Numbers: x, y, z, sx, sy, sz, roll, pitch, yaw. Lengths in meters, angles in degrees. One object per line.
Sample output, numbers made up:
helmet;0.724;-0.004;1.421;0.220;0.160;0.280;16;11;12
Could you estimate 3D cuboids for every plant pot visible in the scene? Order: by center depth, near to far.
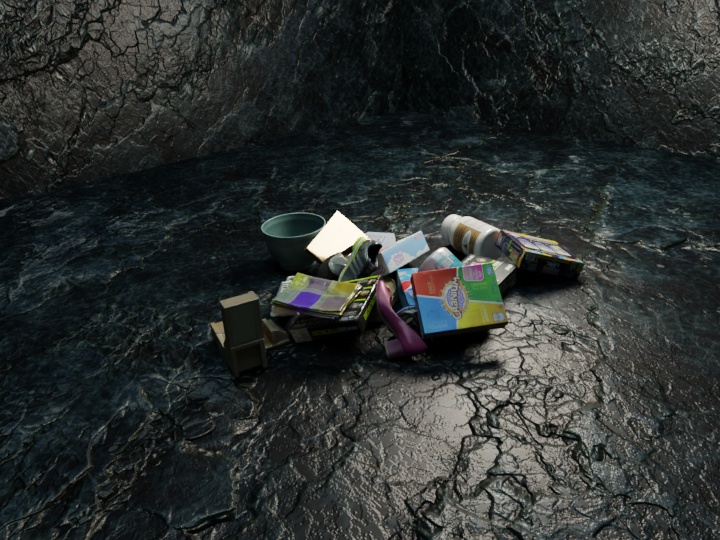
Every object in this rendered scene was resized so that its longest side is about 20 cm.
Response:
plant pot;-0.202;-0.082;1.699;0.197;0.136;0.201;-3;27;2

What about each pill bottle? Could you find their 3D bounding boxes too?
pill bottle;0.241;0.046;1.363;0.110;0.111;0.200;-28;67;-40
pill bottle;0.345;-0.105;1.704;0.113;0.116;0.200;-17;29;-26

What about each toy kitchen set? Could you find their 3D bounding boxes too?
toy kitchen set;-0.258;0.106;1.282;0.161;0.183;0.200;-15;28;-25

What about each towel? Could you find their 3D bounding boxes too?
towel;-0.104;0.058;1.319;0.197;0.023;0.144;10;35;26

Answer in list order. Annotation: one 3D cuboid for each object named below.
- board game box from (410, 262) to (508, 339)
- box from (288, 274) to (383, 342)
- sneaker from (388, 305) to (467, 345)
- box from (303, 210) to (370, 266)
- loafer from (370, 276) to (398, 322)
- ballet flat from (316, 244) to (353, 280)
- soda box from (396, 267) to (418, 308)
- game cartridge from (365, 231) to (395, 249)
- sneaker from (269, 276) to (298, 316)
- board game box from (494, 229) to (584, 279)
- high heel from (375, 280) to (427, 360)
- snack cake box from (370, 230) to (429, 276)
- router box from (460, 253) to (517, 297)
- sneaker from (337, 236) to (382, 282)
board game box;0.227;0.070;1.268;0.197;0.040;0.155;-8;66;-6
box;-0.055;0.094;1.352;0.197;0.048;0.194;-12;25;27
sneaker;0.164;0.133;1.300;0.196;0.072;0.083;1;29;12
box;-0.057;-0.069;1.625;0.163;0.021;0.201;40;48;-5
loafer;0.059;0.064;1.454;0.075;0.068;0.201;2;27;9
ballet flat;-0.049;-0.030;1.542;0.200;0.068;0.068;-42;4;-42
soda box;0.141;0.067;1.437;0.063;0.069;0.201;-5;27;-4
game cartridge;0.044;-0.070;1.760;0.131;0.041;0.200;1;27;17
sneaker;-0.192;0.069;1.408;0.075;0.082;0.200;3;9;-4
board game box;0.513;-0.047;1.573;0.197;0.057;0.166;11;22;-17
high heel;0.094;0.109;1.279;0.095;0.068;0.203;-14;67;7
snack cake box;0.099;-0.041;1.604;0.199;0.068;0.114;-29;5;-42
router box;0.325;0.031;1.494;0.148;0.063;0.199;17;33;32
sneaker;0.000;0.000;1.476;0.073;0.203;0.080;27;-16;-36
